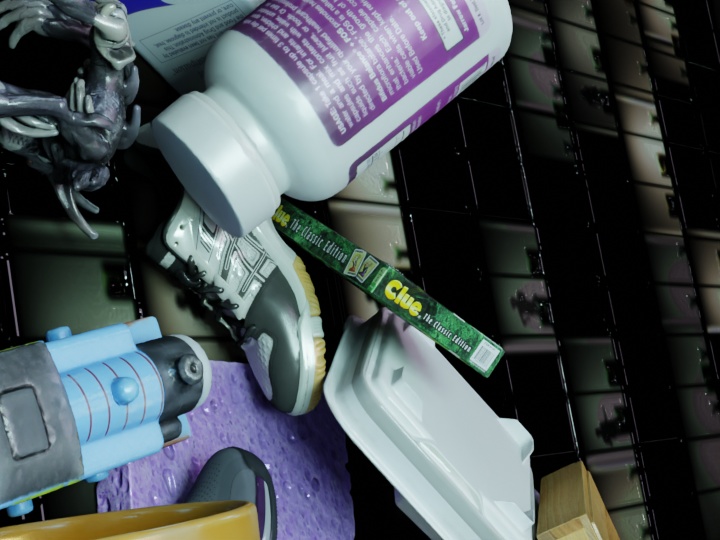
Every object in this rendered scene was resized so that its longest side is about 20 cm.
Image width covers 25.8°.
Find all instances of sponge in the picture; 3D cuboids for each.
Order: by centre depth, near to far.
[{"bbox_3d":[-0.078,0.112,0.947,0.199,0.030,0.113,11,67,-52],"label":"sponge"}]

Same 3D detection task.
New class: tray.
[{"bbox_3d":[0.150,0.188,1.011,0.099,0.037,0.200,65,8,1],"label":"tray"}]

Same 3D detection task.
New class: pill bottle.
[{"bbox_3d":[-0.018,-0.112,0.900,0.200,0.112,0.113,-39,112,-15],"label":"pill bottle"}]

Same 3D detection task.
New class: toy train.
[{"bbox_3d":[-0.158,0.073,0.772,0.199,0.114,0.088,-14,88,-50],"label":"toy train"}]

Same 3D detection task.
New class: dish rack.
[{"bbox_3d":[0.055,0.100,0.977,0.172,0.043,0.200,49,14,-7],"label":"dish rack"}]

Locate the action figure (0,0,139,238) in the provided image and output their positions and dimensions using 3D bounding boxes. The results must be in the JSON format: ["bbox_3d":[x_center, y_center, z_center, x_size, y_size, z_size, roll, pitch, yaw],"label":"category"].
[{"bbox_3d":[-0.165,-0.122,0.851,0.119,0.101,0.202,-90,-168,-66],"label":"action figure"}]

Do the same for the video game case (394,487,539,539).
[{"bbox_3d":[0.086,0.161,1.049,0.182,0.023,0.200,46,13,-15],"label":"video game case"}]

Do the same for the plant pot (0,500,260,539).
[{"bbox_3d":[-0.132,0.209,0.695,0.199,0.199,0.186,-3,83,-54],"label":"plant pot"}]

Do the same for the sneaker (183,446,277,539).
[{"bbox_3d":[-0.107,0.180,0.821,0.087,0.074,0.202,29,67,-34],"label":"sneaker"}]

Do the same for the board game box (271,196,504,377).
[{"bbox_3d":[0.000,0.000,0.973,0.105,0.200,0.024,39,87,-34],"label":"board game box"}]

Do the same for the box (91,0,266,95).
[{"bbox_3d":[-0.060,-0.192,1.031,0.200,0.104,0.185,44,45,-33],"label":"box"}]

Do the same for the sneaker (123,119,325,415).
[{"bbox_3d":[-0.086,-0.002,0.948,0.087,0.076,0.202,-14,75,-27],"label":"sneaker"}]
